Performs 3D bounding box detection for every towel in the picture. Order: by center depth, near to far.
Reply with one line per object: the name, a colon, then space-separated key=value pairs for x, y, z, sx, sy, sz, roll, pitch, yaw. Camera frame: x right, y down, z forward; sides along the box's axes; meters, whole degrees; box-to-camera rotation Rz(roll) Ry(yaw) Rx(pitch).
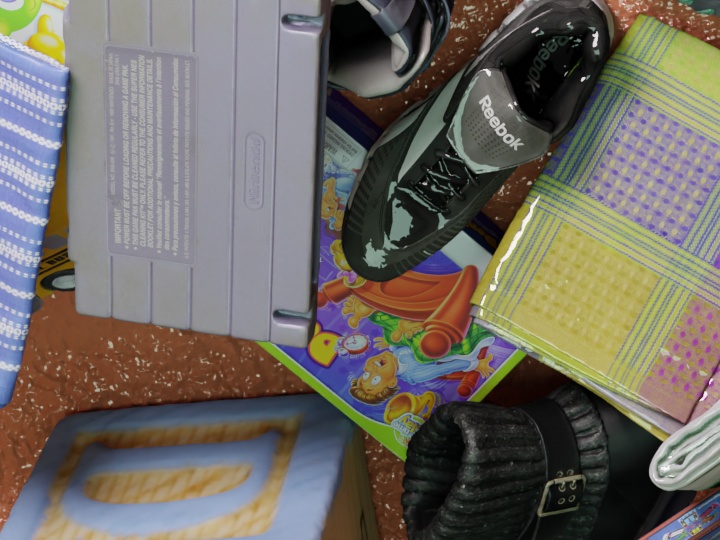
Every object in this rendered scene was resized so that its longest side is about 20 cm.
towel: x=-0.221 y=-0.038 z=1.232 sx=0.144 sy=0.024 sz=0.201 roll=24 pitch=121 yaw=17
towel: x=0.161 y=-0.023 z=1.322 sx=0.143 sy=0.023 sz=0.201 roll=28 pitch=85 yaw=5
towel: x=0.244 y=0.067 z=1.323 sx=0.149 sy=0.200 sz=0.031 roll=-38 pitch=73 yaw=21

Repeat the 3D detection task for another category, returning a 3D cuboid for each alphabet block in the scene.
alphabet block: x=-0.089 y=0.205 z=1.419 sx=0.194 sy=0.197 sz=0.201 roll=-5 pitch=112 yaw=12

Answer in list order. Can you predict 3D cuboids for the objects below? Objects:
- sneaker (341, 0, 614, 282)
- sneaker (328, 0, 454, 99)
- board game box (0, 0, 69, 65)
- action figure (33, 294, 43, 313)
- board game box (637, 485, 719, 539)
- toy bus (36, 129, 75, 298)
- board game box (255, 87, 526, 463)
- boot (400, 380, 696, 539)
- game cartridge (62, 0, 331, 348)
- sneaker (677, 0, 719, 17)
sneaker: x=0.062 y=-0.073 z=1.304 sx=0.066 sy=0.091 sz=0.200 roll=43 pitch=94 yaw=-8
sneaker: x=0.047 y=-0.169 z=1.267 sx=0.202 sy=0.146 sz=0.077 roll=-40 pitch=101 yaw=20
board game box: x=-0.130 y=-0.163 z=1.229 sx=0.199 sy=0.105 sz=0.103 roll=29 pitch=121 yaw=-4
action figure: x=-0.237 y=-0.038 z=1.342 sx=0.118 sy=0.200 sz=0.055 roll=-47 pitch=143 yaw=21
board game box: x=0.228 y=0.116 z=1.348 sx=0.200 sy=0.103 sz=0.019 roll=-34 pitch=75 yaw=6
toy bus: x=-0.155 y=-0.041 z=1.365 sx=0.199 sy=0.065 sz=0.078 roll=-24 pitch=153 yaw=31
board game box: x=0.000 y=0.000 z=1.399 sx=0.200 sy=0.045 sz=0.135 roll=39 pitch=113 yaw=-9
boot: x=0.120 y=0.076 z=1.368 sx=0.157 sy=0.080 sz=0.212 roll=9 pitch=116 yaw=-20
game cartridge: x=-0.081 y=-0.060 z=1.198 sx=0.129 sy=0.038 sz=0.201 roll=11 pitch=123 yaw=11
sneaker: x=0.193 y=-0.146 z=1.283 sx=0.199 sy=0.075 sz=0.088 roll=5 pitch=123 yaw=-8
